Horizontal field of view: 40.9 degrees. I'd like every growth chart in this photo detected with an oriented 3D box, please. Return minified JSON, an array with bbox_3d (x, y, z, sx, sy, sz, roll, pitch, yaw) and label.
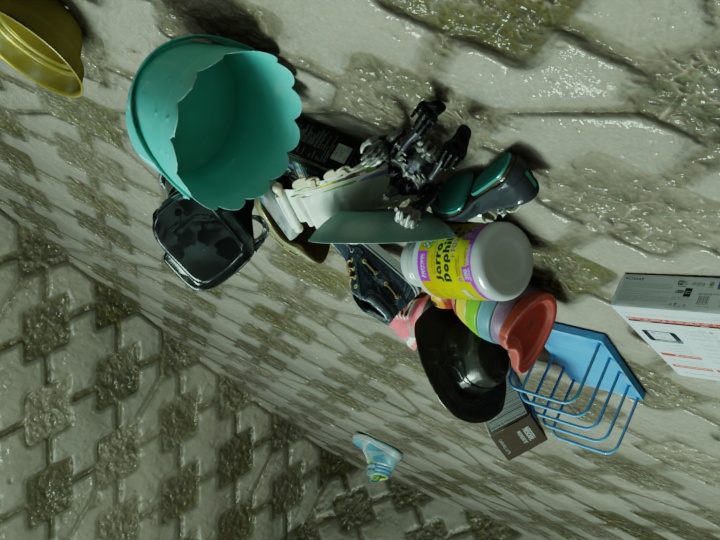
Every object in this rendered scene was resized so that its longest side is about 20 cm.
[{"bbox_3d":[-0.016,-0.103,1.294,0.196,0.018,0.145,-14,153,-4],"label":"growth chart"}]

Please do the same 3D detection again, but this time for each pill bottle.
[{"bbox_3d":[0.140,-0.012,1.344,0.104,0.105,0.199,38,160,-27],"label":"pill bottle"}]

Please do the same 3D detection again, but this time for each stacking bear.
[{"bbox_3d":[0.182,0.044,1.433,0.199,0.114,0.122,30,164,38],"label":"stacking bear"}]

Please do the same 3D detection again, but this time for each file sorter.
[{"bbox_3d":[0.344,0.189,1.547,0.137,0.124,0.200,12,155,43],"label":"file sorter"}]

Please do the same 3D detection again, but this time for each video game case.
[{"bbox_3d":[-0.150,-0.134,1.439,0.183,0.024,0.200,54,174,1],"label":"video game case"}]

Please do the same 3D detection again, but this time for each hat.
[{"bbox_3d":[0.175,0.128,1.491,0.199,0.203,0.081,34,134,-16],"label":"hat"}]

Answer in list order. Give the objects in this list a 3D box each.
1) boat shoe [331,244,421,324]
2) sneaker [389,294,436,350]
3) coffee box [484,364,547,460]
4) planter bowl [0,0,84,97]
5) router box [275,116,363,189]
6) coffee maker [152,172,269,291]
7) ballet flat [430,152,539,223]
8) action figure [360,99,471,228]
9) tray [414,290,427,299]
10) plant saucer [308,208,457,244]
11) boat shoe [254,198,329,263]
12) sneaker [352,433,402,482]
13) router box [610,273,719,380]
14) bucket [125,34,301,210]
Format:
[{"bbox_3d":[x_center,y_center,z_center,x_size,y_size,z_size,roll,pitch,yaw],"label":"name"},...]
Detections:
[{"bbox_3d":[0.000,0.000,1.579,0.199,0.091,0.071,36,160,23],"label":"boat shoe"},{"bbox_3d":[0.081,0.080,1.630,0.086,0.074,0.200,31,162,4],"label":"sneaker"},{"bbox_3d":[0.235,0.203,1.648,0.115,0.079,0.202,49,-164,-51],"label":"coffee box"},{"bbox_3d":[-0.474,-0.352,1.420,0.198,0.084,0.201,26,162,9],"label":"planter bowl"},{"bbox_3d":[-0.060,-0.137,1.389,0.148,0.063,0.201,24,162,19],"label":"router box"},{"bbox_3d":[-0.202,-0.069,1.373,0.190,0.136,0.201,26,-157,-19],"label":"coffee maker"},{"bbox_3d":[0.153,-0.089,1.180,0.072,0.074,0.199,34,160,-16],"label":"ballet flat"},{"bbox_3d":[0.056,-0.122,1.153,0.119,0.102,0.200,50,157,4],"label":"action figure"},{"bbox_3d":[0.121,0.039,1.635,0.098,0.037,0.200,32,163,-7],"label":"tray"},{"bbox_3d":[0.028,-0.060,1.267,0.196,0.040,0.201,-3,-175,0],"label":"plant saucer"},{"bbox_3d":[-0.129,-0.074,1.655,0.065,0.075,0.200,8,153,37],"label":"boat shoe"},{"bbox_3d":[0.033,0.640,3.271,0.197,0.132,0.080,17,161,35],"label":"sneaker"},{"bbox_3d":[0.442,0.077,1.203,0.179,0.049,0.198,40,160,-30],"label":"router box"},{"bbox_3d":[-0.190,-0.192,1.223,0.134,0.209,0.207,24,164,40],"label":"bucket"}]
